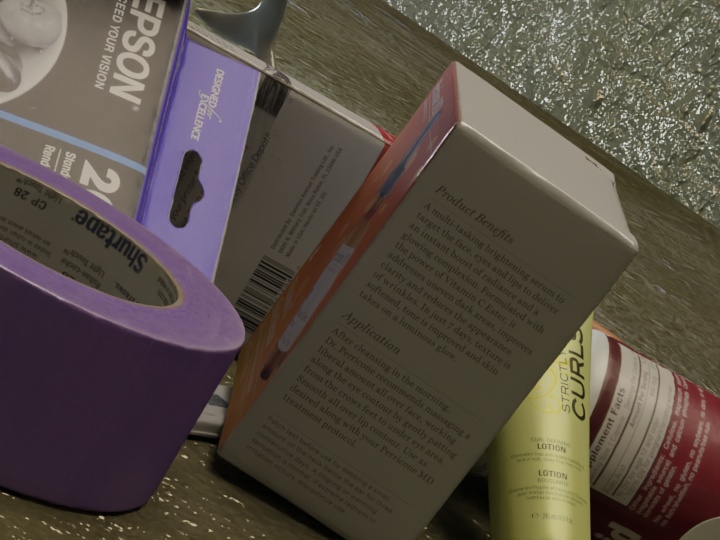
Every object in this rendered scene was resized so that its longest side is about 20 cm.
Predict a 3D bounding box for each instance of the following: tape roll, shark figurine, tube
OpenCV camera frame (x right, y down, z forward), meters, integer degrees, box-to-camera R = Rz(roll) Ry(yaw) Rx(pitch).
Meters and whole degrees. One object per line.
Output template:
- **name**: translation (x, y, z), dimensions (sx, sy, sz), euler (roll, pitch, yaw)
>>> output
- **tape roll**: translation (-0.156, 0.014, 1.041), dimensions (0.200, 0.085, 0.200), euler (31, 10, -6)
- **shark figurine**: translation (-0.075, -0.090, 1.447), dimensions (0.128, 0.089, 0.215), euler (43, 53, -7)
- **tube**: translation (0.093, 0.072, 1.275), dimensions (0.058, 0.052, 0.200), euler (43, 36, -39)

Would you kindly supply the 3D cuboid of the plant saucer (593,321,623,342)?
- **plant saucer**: translation (0.140, 0.052, 1.794), dimensions (0.200, 0.037, 0.200), euler (30, 11, -7)

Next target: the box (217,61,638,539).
- **box**: translation (0.032, 0.017, 1.187), dimensions (0.106, 0.200, 0.152), euler (34, 13, -8)

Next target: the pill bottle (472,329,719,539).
- **pill bottle**: translation (0.146, 0.104, 1.375), dimensions (0.200, 0.114, 0.114), euler (29, 11, -11)

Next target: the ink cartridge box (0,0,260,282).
- **ink cartridge box**: translation (-0.150, -0.075, 1.211), dimensions (0.200, 0.043, 0.198), euler (21, 52, -15)

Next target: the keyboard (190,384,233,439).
- **keyboard**: translation (-0.070, 0.072, 1.221), dimensions (0.056, 0.011, 0.200), euler (32, 9, 33)

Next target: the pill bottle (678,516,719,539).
- **pill bottle**: translation (0.250, 0.196, 1.254), dimensions (0.200, 0.112, 0.112), euler (24, 13, -33)

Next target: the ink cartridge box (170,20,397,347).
- **ink cartridge box**: translation (-0.074, -0.045, 1.358), dimensions (0.200, 0.147, 0.083), euler (30, 7, -13)
